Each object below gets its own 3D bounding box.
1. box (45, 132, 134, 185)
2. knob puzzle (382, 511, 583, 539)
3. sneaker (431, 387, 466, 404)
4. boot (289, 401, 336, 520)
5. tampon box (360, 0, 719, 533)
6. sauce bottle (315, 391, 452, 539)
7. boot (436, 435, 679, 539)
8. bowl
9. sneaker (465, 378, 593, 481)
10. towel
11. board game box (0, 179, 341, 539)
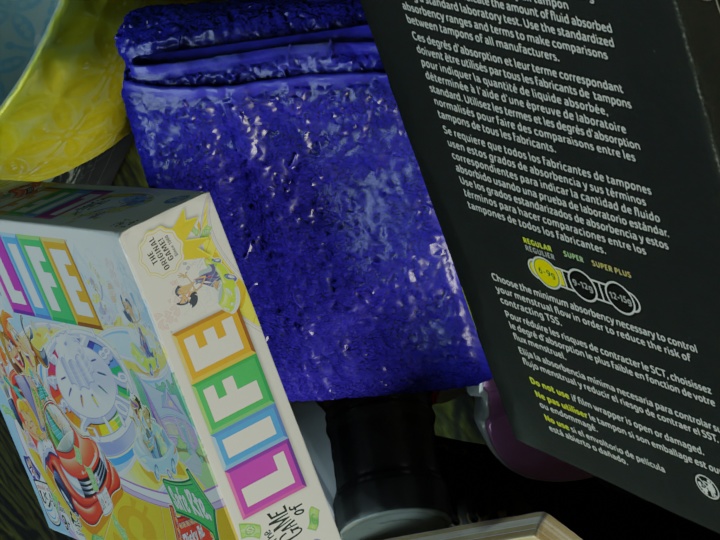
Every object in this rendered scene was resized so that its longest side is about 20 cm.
[{"bbox_3d":[-0.232,-0.039,1.221,0.124,0.197,0.200,52,157,6],"label":"box"},{"bbox_3d":[0.082,0.148,0.868,0.220,0.030,0.220,21,150,13],"label":"knob puzzle"},{"bbox_3d":[-0.026,-0.023,0.998,0.200,0.085,0.077,46,154,20],"label":"sneaker"},{"bbox_3d":[-0.052,0.057,0.937,0.200,0.096,0.074,61,-165,3],"label":"boot"},{"bbox_3d":[0.103,-0.054,0.640,0.126,0.150,0.200,22,140,48],"label":"tampon box"},{"bbox_3d":[0.000,0.000,0.889,0.065,0.065,0.200,108,155,-61],"label":"sauce bottle"},{"bbox_3d":[0.019,0.081,0.990,0.200,0.078,0.138,17,165,-19],"label":"boot"},{"bbox_3d":[-0.112,-0.118,0.981,0.108,0.200,0.200,18,179,-35],"label":"bowl"},{"bbox_3d":[0.055,-0.029,0.862,0.088,0.080,0.200,-91,-11,-69],"label":"sneaker"},{"bbox_3d":[0.025,-0.026,0.786,0.200,0.050,0.148,-6,111,20],"label":"towel"},{"bbox_3d":[-0.083,0.037,0.847,0.200,0.034,0.135,6,119,63],"label":"board game box"}]
